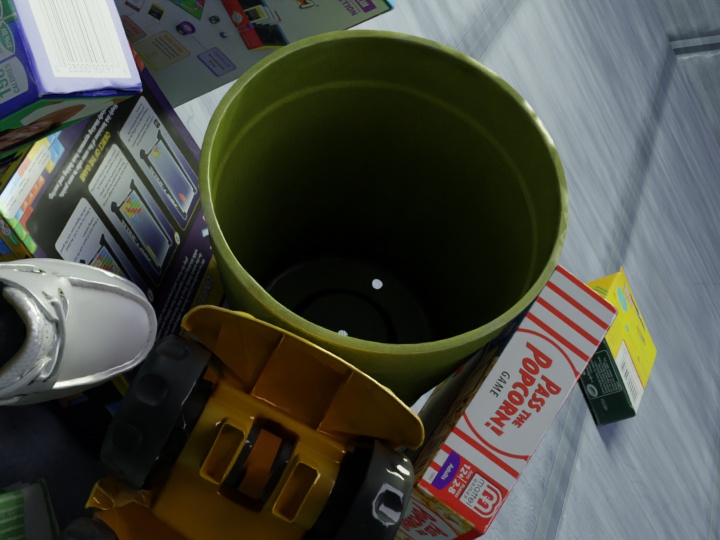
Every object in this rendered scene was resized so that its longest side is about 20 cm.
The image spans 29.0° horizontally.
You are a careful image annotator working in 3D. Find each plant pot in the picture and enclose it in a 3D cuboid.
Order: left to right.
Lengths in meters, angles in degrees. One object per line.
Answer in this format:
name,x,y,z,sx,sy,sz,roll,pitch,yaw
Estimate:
plant pot,0.000,0.000,0.819,0.193,0.198,0.202,107,-19,-59

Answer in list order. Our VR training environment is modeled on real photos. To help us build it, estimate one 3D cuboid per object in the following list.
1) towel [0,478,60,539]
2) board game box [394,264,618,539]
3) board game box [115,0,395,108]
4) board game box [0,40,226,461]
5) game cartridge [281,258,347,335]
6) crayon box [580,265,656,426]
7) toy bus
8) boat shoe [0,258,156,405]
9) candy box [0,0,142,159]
towel,-0.182,0.180,0.607,0.200,0.023,0.154,-12,84,-66
board game box,0.061,0.097,0.819,0.046,0.200,0.152,36,67,0
board game box,-0.102,-0.175,0.829,0.153,0.199,0.041,42,36,-47
board game box,-0.146,-0.021,0.796,0.166,0.056,0.201,60,26,-27
game cartridge,-0.020,0.064,0.970,0.133,0.041,0.202,17,57,-57
crayon box,0.299,0.086,1.662,0.128,0.050,0.200,67,25,-9
toy bus,-0.072,0.123,0.693,0.135,0.201,0.192,28,-2,-6
boat shoe,-0.165,0.031,0.636,0.199,0.069,0.072,-1,93,-47
candy box,-0.208,-0.111,0.556,0.077,0.199,0.170,-16,85,-64
